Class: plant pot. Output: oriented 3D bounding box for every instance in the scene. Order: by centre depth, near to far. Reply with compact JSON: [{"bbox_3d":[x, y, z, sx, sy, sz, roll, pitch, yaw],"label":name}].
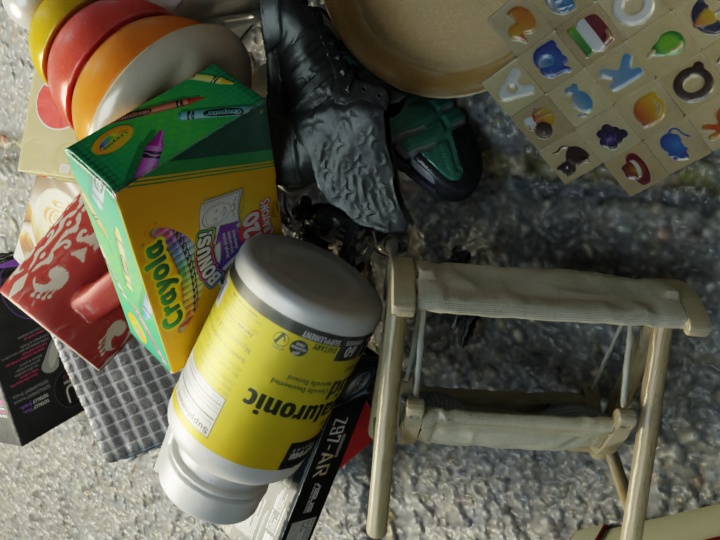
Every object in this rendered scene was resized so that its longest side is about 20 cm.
[{"bbox_3d":[0.063,-0.226,0.656,0.200,0.027,0.200,8,109,24],"label":"plant pot"}]

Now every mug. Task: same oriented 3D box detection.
[{"bbox_3d":[-0.201,-0.029,0.778,0.133,0.200,0.178,38,166,4],"label":"mug"}]

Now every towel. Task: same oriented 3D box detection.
[{"bbox_3d":[-0.203,0.077,0.897,0.086,0.165,0.200,-163,52,-79],"label":"towel"}]

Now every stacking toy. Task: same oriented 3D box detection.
[{"bbox_3d":[-0.192,-0.160,0.676,0.200,0.146,0.146,41,128,18],"label":"stacking toy"}]

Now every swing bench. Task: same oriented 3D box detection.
[{"bbox_3d":[0.111,0.080,0.654,0.199,0.130,0.200,5,116,-2],"label":"swing bench"}]

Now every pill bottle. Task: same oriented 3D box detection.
[{"bbox_3d":[-0.074,0.084,0.670,0.111,0.111,0.200,35,112,19],"label":"pill bottle"}]

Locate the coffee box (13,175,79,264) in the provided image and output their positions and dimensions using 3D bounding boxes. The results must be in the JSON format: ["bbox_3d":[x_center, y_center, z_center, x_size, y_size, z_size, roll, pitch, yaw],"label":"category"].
[{"bbox_3d":[-0.278,-0.059,0.955,0.114,0.080,0.200,42,128,14],"label":"coffee box"}]

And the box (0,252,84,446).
[{"bbox_3d":[-0.414,0.089,1.090,0.106,0.122,0.200,-1,108,36],"label":"box"}]

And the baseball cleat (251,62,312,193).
[{"bbox_3d":[-0.086,-0.104,0.771,0.200,0.070,0.107,-32,77,63],"label":"baseball cleat"}]

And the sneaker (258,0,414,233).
[{"bbox_3d":[-0.015,-0.127,0.654,0.104,0.060,0.200,0,95,8],"label":"sneaker"}]

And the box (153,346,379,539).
[{"bbox_3d":[-0.085,0.125,0.775,0.160,0.043,0.200,30,106,35],"label":"box"}]

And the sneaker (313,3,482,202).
[{"bbox_3d":[0.017,-0.119,0.734,0.200,0.074,0.088,54,143,18],"label":"sneaker"}]

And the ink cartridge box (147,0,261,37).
[{"bbox_3d":[-0.158,-0.264,0.748,0.125,0.128,0.200,-37,86,41],"label":"ink cartridge box"}]

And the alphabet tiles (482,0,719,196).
[{"bbox_3d":[0.184,-0.139,0.601,0.166,0.006,0.200,46,131,-15],"label":"alphabet tiles"}]

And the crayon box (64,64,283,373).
[{"bbox_3d":[-0.119,-0.030,0.649,0.058,0.119,0.200,39,151,28],"label":"crayon box"}]

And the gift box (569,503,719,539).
[{"bbox_3d":[0.228,0.308,0.683,0.187,0.184,0.200,-26,87,38],"label":"gift box"}]

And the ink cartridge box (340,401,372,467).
[{"bbox_3d":[-0.066,0.164,0.875,0.200,0.116,0.067,-23,94,40],"label":"ink cartridge box"}]

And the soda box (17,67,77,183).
[{"bbox_3d":[-0.251,-0.180,0.837,0.068,0.064,0.200,9,90,16],"label":"soda box"}]

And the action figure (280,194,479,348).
[{"bbox_3d":[0.000,0.000,0.759,0.200,0.119,0.102,23,83,18],"label":"action figure"}]
